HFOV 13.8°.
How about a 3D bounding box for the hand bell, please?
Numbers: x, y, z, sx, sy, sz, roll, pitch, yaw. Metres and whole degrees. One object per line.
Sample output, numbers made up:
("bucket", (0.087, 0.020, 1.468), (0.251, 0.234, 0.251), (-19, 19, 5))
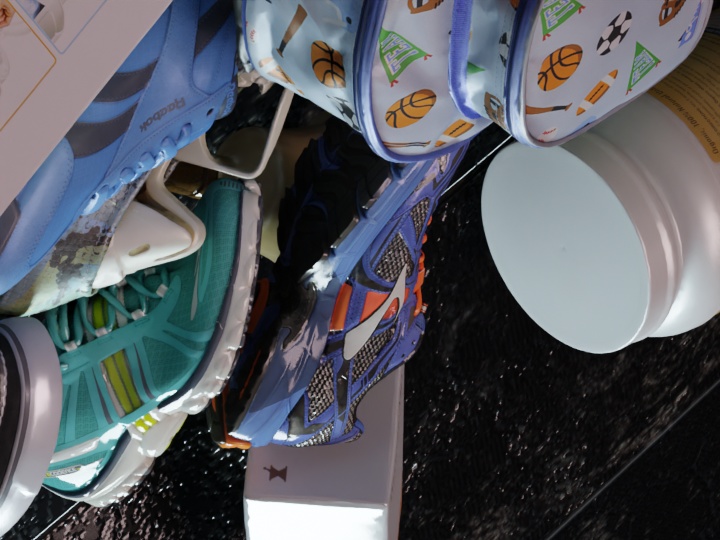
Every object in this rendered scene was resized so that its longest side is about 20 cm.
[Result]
("hand bell", (-0.081, -0.045, 1.364), (0.199, 0.104, 0.104), (11, 110, -40))

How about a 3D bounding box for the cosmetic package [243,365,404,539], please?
("cosmetic package", (-0.016, 0.114, 1.484), (0.200, 0.071, 0.102), (89, 6, -60))

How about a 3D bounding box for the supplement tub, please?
("supplement tub", (0.177, -0.052, 1.597), (0.200, 0.144, 0.145), (-28, 137, -34))

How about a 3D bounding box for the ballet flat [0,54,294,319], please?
("ballet flat", (-0.080, -0.046, 1.268), (0.200, 0.074, 0.074), (-54, 146, 9))

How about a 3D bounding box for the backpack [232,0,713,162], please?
("backpack", (0.046, -0.132, 1.144), (0.190, 0.154, 0.201), (-31, 140, -28))

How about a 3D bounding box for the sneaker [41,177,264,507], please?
("sneaker", (-0.105, 0.033, 1.342), (0.079, 0.078, 0.200), (24, 125, -20))

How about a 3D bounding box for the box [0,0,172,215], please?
("box", (-0.152, -0.105, 1.102), (0.101, 0.112, 0.200), (51, 62, -28))

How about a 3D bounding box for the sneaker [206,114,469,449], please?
("sneaker", (0.000, 0.000, 1.343), (0.078, 0.075, 0.200), (14, 123, -28))

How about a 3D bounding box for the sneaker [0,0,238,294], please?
("sneaker", (-0.091, -0.062, 1.184), (0.078, 0.066, 0.201), (37, 67, -19))

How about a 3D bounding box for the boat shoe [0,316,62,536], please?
("boat shoe", (-0.197, 0.095, 1.302), (0.066, 0.070, 0.200), (-2, 145, -40))
